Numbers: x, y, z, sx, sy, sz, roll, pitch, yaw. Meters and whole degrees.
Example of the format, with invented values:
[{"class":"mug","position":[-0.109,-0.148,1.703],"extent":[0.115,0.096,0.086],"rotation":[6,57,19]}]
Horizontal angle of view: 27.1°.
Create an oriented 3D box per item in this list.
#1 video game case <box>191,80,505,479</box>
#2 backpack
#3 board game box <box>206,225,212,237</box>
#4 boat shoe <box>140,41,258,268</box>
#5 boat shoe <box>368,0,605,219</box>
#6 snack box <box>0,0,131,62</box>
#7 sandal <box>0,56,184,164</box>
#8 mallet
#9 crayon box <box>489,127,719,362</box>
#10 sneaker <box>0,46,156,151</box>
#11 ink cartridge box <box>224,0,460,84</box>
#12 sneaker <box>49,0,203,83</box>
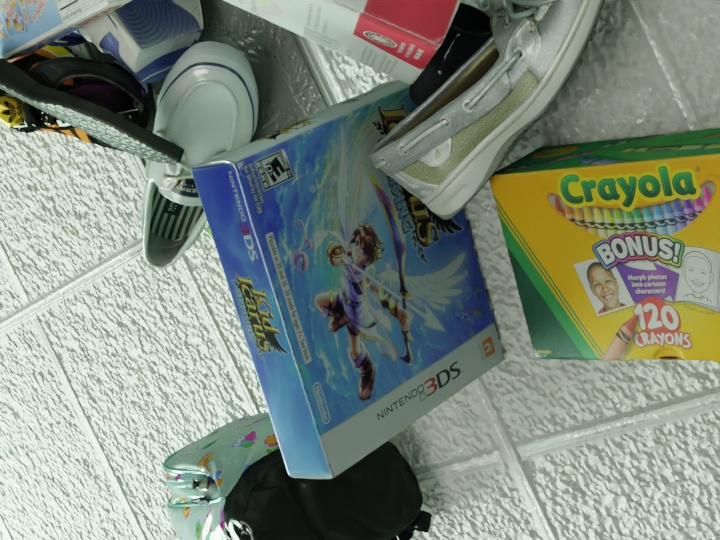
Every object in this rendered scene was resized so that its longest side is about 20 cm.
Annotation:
[{"class":"video game case","position":[0.000,0.000,0.939],"extent":[0.045,0.181,0.202],"rotation":[-4,108,44]},{"class":"backpack","position":[-0.064,0.173,1.129],"extent":[0.199,0.166,0.128],"rotation":[-15,89,60]},{"class":"board game box","position":[-0.031,0.013,1.091],"extent":[0.201,0.030,0.096],"rotation":[52,138,15]},{"class":"boat shoe","position":[-0.119,-0.075,1.088],"extent":[0.073,0.067,0.201],"rotation":[11,141,-8]},{"class":"boat shoe","position":[0.078,-0.116,0.861],"extent":[0.064,0.075,0.202],"rotation":[31,129,-7]},{"class":"snack box","position":[-0.226,-0.202,1.064],"extent":[0.199,0.024,0.073],"rotation":[-10,99,53]},{"class":"sandal","position":[-0.199,-0.128,1.056],"extent":[0.199,0.075,0.048],"rotation":[26,87,32]},{"class":"mallet","position":[0.003,-0.168,0.960],"extent":[0.199,0.041,0.066],"rotation":[36,129,32]},{"class":"crayon box","position":[0.177,-0.014,0.848],"extent":[0.199,0.058,0.120],"rotation":[-3,109,45]},{"class":"sneaker","position":[-0.234,-0.126,1.157],"extent":[0.199,0.089,0.071],"rotation":[23,127,47]},{"class":"ink cartridge box","position":[-0.039,-0.185,0.817],"extent":[0.198,0.148,0.086],"rotation":[24,89,-4]},{"class":"sneaker","position":[-0.197,-0.200,1.115],"extent":[0.200,0.080,0.116],"rotation":[50,141,23]}]
